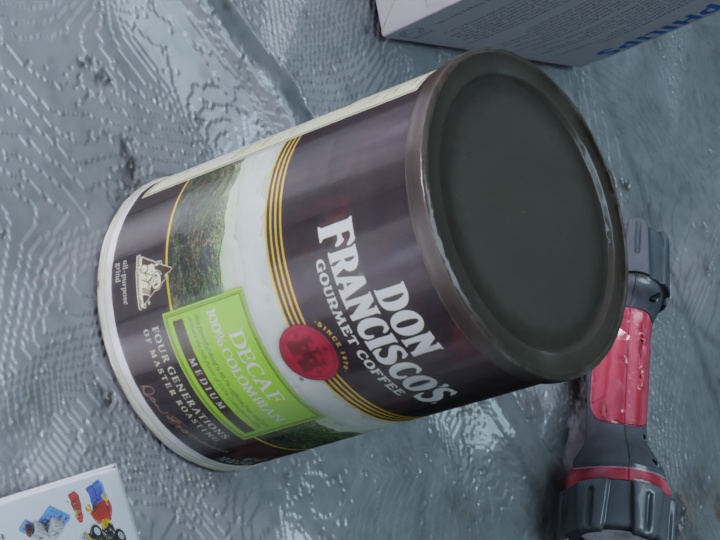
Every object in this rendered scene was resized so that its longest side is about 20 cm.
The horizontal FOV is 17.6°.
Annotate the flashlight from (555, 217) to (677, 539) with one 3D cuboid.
[{"bbox_3d":[0.149,0.067,1.319,0.068,0.067,0.202,36,51,-44],"label":"flashlight"}]

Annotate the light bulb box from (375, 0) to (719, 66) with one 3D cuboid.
[{"bbox_3d":[0.099,-0.235,1.333,0.199,0.124,0.200,2,74,-50],"label":"light bulb box"}]

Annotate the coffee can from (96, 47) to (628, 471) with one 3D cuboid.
[{"bbox_3d":[0.000,0.000,1.052,0.146,0.199,0.148,23,58,-44],"label":"coffee can"}]

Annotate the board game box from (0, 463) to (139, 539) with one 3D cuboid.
[{"bbox_3d":[-0.156,0.161,0.928,0.199,0.034,0.127,-13,85,-52],"label":"board game box"}]
